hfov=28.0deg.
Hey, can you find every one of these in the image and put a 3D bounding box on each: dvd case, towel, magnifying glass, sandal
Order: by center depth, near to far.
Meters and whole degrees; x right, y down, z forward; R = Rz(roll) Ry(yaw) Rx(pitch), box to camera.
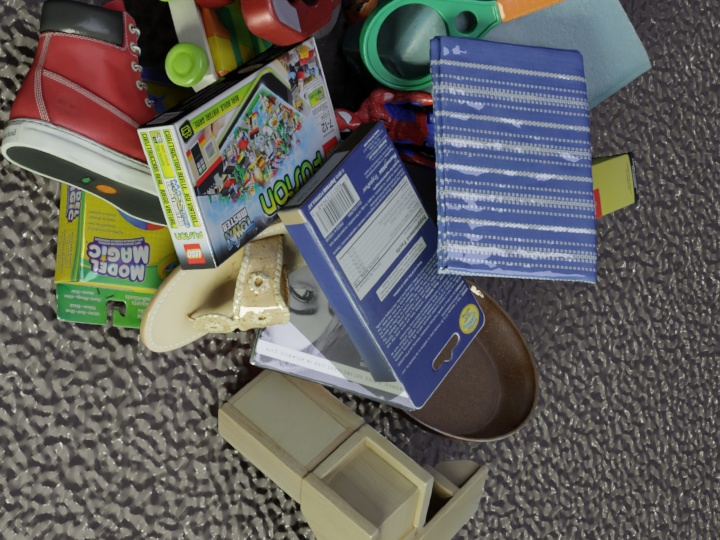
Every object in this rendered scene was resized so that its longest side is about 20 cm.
[{"bbox_3d":[-0.068,0.007,1.116,0.211,0.069,0.078,-34,139,-22],"label":"sandal"},{"bbox_3d":[0.123,-0.091,1.178,0.143,0.024,0.203,3,77,-20],"label":"towel"},{"bbox_3d":[0.094,-0.210,1.199,0.197,0.022,0.081,-20,114,-4],"label":"magnifying glass"},{"bbox_3d":[0.000,0.000,1.201,0.147,0.016,0.203,17,77,-17],"label":"dvd case"}]

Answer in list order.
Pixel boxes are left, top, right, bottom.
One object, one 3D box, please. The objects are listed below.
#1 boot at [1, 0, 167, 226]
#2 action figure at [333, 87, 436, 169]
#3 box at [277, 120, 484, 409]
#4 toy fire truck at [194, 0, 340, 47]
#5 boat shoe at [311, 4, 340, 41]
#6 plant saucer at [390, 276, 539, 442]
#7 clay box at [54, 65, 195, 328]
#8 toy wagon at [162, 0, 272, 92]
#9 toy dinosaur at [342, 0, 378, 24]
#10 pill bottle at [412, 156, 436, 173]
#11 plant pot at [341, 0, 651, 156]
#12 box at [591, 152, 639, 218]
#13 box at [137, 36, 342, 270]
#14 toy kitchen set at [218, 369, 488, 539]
[{"bbox_3d":[-0.162,-0.120,1.088,0.199,0.072,0.146,26,66,-35],"label":"boot"},{"bbox_3d":[0.071,-0.119,1.223,0.197,0.052,0.066,5,120,-4],"label":"action figure"},{"bbox_3d":[0.022,-0.001,1.149,0.121,0.032,0.201,-48,119,-37],"label":"box"},{"bbox_3d":[-0.060,-0.273,1.125,0.167,0.111,0.203,9,71,-64],"label":"toy fire truck"},{"bbox_3d":[-0.079,-0.288,1.224,0.074,0.073,0.202,-29,102,-41],"label":"boat shoe"},{"bbox_3d":[0.070,0.079,1.312,0.198,0.037,0.202,19,42,-18],"label":"plant saucer"},{"bbox_3d":[-0.178,-0.057,1.143,0.114,0.047,0.203,7,83,-40],"label":"clay box"},{"bbox_3d":[-0.118,-0.210,1.161,0.155,0.039,0.203,3,71,-69],"label":"toy wagon"},{"bbox_3d":[0.025,-0.312,1.303,0.198,0.104,0.184,-3,99,-47],"label":"toy dinosaur"},{"bbox_3d":[0.093,-0.051,1.341,0.198,0.111,0.114,-7,93,-42],"label":"pill bottle"},{"bbox_3d":[0.101,-0.211,1.309,0.199,0.195,0.197,-40,116,-11],"label":"plant pot"},{"bbox_3d":[0.171,-0.063,1.284,0.199,0.075,0.051,-19,101,-51],"label":"box"},{"bbox_3d":[-0.083,-0.093,1.090,0.200,0.034,0.111,-43,124,-51],"label":"box"},{"bbox_3d":[-0.006,0.184,1.271,0.163,0.180,0.201,-38,152,-32],"label":"toy kitchen set"}]
